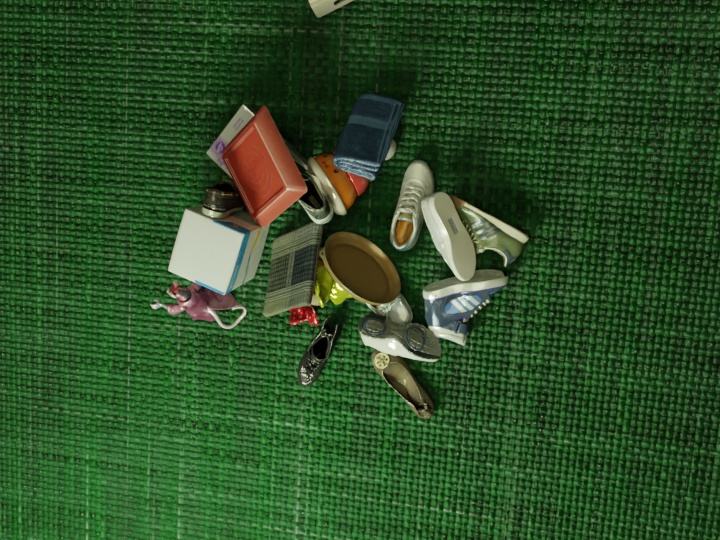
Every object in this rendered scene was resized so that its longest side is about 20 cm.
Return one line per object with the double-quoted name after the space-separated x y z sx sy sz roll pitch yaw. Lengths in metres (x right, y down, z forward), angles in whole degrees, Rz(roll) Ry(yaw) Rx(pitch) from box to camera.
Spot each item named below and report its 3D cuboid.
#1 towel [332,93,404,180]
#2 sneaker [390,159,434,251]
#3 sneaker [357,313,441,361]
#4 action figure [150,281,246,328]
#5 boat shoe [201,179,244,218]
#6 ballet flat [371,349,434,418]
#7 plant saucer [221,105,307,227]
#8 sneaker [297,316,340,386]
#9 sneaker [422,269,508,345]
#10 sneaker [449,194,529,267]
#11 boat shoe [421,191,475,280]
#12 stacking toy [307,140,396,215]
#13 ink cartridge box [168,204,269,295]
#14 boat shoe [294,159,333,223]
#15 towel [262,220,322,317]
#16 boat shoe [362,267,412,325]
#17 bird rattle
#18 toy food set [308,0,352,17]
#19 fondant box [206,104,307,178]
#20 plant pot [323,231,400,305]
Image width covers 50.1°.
0.018 -0.295 1.653 0.109 0.049 0.203 15 61 9 "towel"
0.114 -0.141 1.695 0.075 0.081 0.205 13 99 11 "sneaker"
0.090 0.159 1.736 0.196 0.088 0.076 20 61 13 "sneaker"
-0.378 0.077 1.761 0.148 0.200 0.135 40 91 21 "action figure"
-0.297 -0.167 1.710 0.070 0.202 0.062 16 107 2 "boat shoe"
0.098 0.260 1.772 0.067 0.046 0.201 -39 89 13 "ballet flat"
-0.218 -0.215 1.655 0.198 0.036 0.203 -31 86 48 "plant saucer"
-0.099 0.190 1.772 0.059 0.104 0.202 31 103 4 "sneaker"
0.240 0.089 1.712 0.195 0.081 0.150 -12 108 5 "sneaker"
0.262 -0.081 1.679 0.197 0.067 0.091 29 97 3 "sneaker"
0.186 -0.071 1.669 0.072 0.068 0.203 -37 107 -26 "boat shoe"
-0.007 -0.233 1.701 0.198 0.146 0.148 -35 91 -5 "stacking toy"
-0.312 -0.056 1.731 0.144 0.200 0.148 22 104 7 "ink cartridge box"
-0.130 -0.187 1.659 0.070 0.064 0.200 -41 65 -6 "boat shoe"
-0.148 -0.001 1.710 0.198 0.034 0.197 -16 63 52 "towel"
0.036 0.053 1.745 0.074 0.065 0.202 -42 89 14 "boat shoe"
-0.092 0.033 1.747 0.110 0.199 0.167 9 66 -26 "bird rattle"
-0.066 -0.676 1.674 0.141 0.060 0.204 -21 86 14 "toy food set"
-0.233 -0.255 1.760 0.200 0.058 0.145 43 103 4 "fondant box"
0.000 0.000 1.686 0.199 0.200 0.028 42 124 2 "plant pot"
